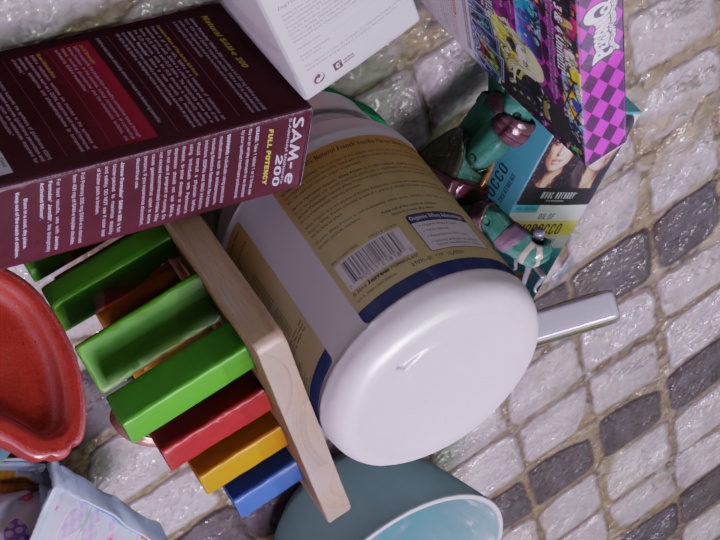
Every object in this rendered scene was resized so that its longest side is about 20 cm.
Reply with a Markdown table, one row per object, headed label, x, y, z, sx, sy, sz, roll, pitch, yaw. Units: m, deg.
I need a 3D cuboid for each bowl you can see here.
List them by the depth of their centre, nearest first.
| label | x | y | z | sx | sy | sz | roll | pitch | yaw |
| --- | --- | --- | --- | --- | --- | --- | --- | --- | --- |
| bowl | 0.008 | 0.221 | 1.359 | 0.200 | 0.105 | 0.202 | -24 | 143 | -20 |

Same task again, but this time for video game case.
| label | x | y | z | sx | sy | sz | roll | pitch | yaw |
| --- | --- | --- | --- | --- | --- | --- | --- | --- | --- |
| video game case | 0.081 | -0.181 | 0.921 | 0.036 | 0.181 | 0.201 | -30 | 143 | -13 |
| video game case | 0.089 | 0.054 | 1.190 | 0.198 | 0.023 | 0.182 | -17 | 175 | 8 |

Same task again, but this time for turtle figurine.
| label | x | y | z | sx | sy | sz | roll | pitch | yaw |
| --- | --- | --- | --- | --- | --- | --- | --- | --- | --- |
| turtle figurine | 0.077 | -0.054 | 1.112 | 0.100 | 0.150 | 0.201 | 16 | 111 | -30 |

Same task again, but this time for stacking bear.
| label | x | y | z | sx | sy | sz | roll | pitch | yaw |
| --- | --- | --- | --- | --- | --- | --- | --- | --- | --- |
| stacking bear | -0.248 | 0.083 | 0.947 | 0.121 | 0.115 | 0.200 | 6 | 153 | -28 |

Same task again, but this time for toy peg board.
| label | x | y | z | sx | sy | sz | roll | pitch | yaw |
| --- | --- | --- | --- | --- | --- | --- | --- | --- | --- |
| toy peg board | -0.112 | 0.050 | 0.981 | 0.097 | 0.200 | 0.200 | -30 | 144 | -10 |

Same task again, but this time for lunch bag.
| label | x | y | z | sx | sy | sz | roll | pitch | yaw |
| --- | --- | --- | --- | --- | --- | --- | --- | --- | --- |
| lunch bag | -0.241 | 0.202 | 1.092 | 0.199 | 0.128 | 0.170 | -32 | 148 | 8 |

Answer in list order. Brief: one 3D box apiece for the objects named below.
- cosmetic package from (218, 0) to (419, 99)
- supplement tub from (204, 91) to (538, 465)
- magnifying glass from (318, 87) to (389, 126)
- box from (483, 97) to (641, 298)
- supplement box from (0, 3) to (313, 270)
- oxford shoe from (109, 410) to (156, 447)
| label | x | y | z | sx | sy | sz | roll | pitch | yaw |
| --- | --- | --- | --- | --- | --- | --- | --- | --- | --- |
| cosmetic package | -0.051 | -0.196 | 0.849 | 0.085 | 0.108 | 0.200 | -35 | 146 | -6 |
| supplement tub | 0.000 | 0.000 | 0.996 | 0.144 | 0.200 | 0.145 | -23 | 143 | -18 |
| magnifying glass | -0.030 | -0.102 | 1.049 | 0.079 | 0.022 | 0.200 | -36 | 147 | -5 |
| box | 0.121 | -0.050 | 1.215 | 0.082 | 0.049 | 0.201 | -3 | 131 | -41 |
| supplement box | -0.138 | -0.075 | 0.899 | 0.199 | 0.109 | 0.061 | -17 | 139 | -27 |
| oxford shoe | -0.086 | 0.060 | 1.136 | 0.199 | 0.071 | 0.074 | -23 | 140 | -39 |
